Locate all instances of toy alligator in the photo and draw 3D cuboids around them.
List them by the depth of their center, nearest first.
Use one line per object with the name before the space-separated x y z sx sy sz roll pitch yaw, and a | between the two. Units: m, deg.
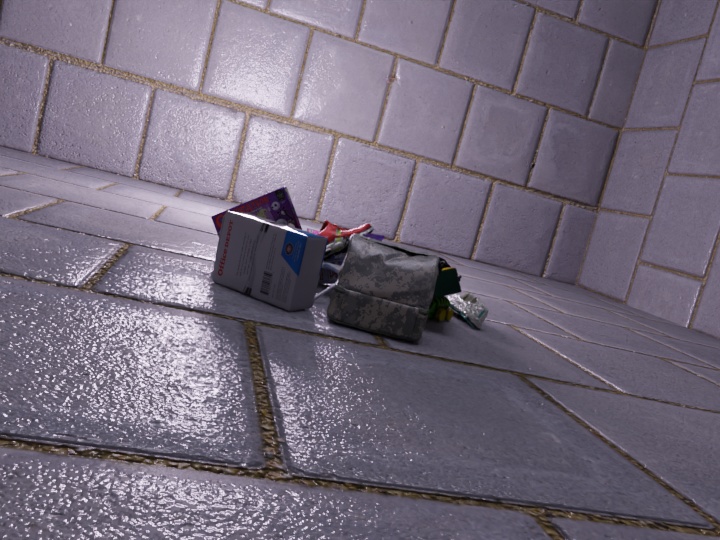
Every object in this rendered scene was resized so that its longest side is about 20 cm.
toy alligator | 0.168 0.085 1.452 0.059 0.055 0.199 19 9 33

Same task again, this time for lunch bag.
lunch bag | 0.049 0.029 1.196 0.199 0.169 0.139 15 8 1

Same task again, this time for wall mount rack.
wall mount rack | -0.061 0.029 1.382 0.173 0.075 0.200 13 6 -38

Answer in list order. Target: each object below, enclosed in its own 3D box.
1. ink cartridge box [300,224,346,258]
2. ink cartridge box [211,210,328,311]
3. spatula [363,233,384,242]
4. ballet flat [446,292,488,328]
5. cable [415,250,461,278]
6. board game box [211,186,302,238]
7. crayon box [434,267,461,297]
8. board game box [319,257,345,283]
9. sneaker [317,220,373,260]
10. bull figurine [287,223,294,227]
ink cartridge box | -0.121 -0.065 1.569 0.199 0.095 0.037 11 50 -17
ink cartridge box | -0.180 -0.022 1.211 0.199 0.147 0.084 19 10 27
spatula | 0.077 -0.051 1.528 0.199 0.021 0.056 22 -42 -32
ballet flat | 0.272 0.091 1.557 0.071 0.072 0.200 13 9 -14
cable | 0.171 0.008 1.647 0.163 0.051 0.200 -12 -38 43
board game box | -0.246 -0.108 1.477 0.199 0.121 0.032 -21 -2 13
crayon box | 0.131 0.038 1.393 0.171 0.059 0.200 -13 -2 6
board game box | 0.000 0.000 1.551 0.198 0.062 0.200 -3 -4 15
sneaker | -0.056 -0.088 1.501 0.199 0.085 0.077 -21 -13 -29
bull figurine | -0.180 -0.038 1.356 0.121 0.065 0.200 -8 29 40
